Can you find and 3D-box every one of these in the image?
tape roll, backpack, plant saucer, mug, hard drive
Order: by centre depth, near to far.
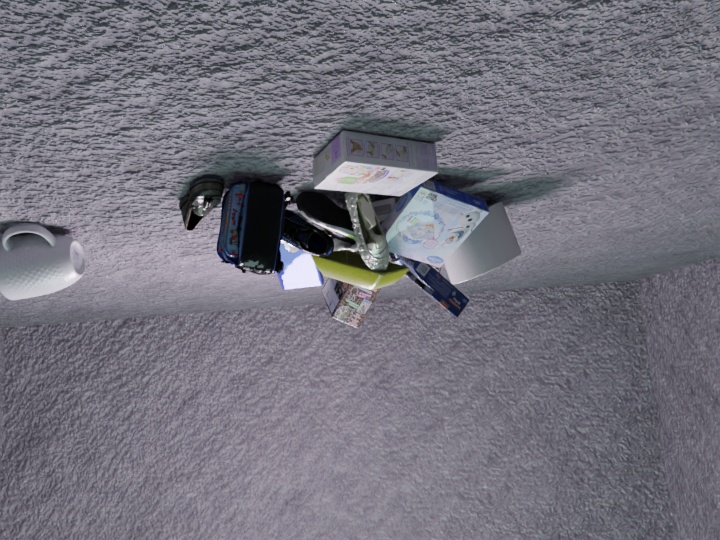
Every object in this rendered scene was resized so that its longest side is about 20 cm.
[{"bbox_3d":[-0.233,-0.088,1.182,0.130,0.191,0.199,8,178,-22],"label":"backpack"},{"bbox_3d":[-0.783,-0.034,1.360,0.168,0.151,0.204,-9,140,-4],"label":"mug"},{"bbox_3d":[0.000,0.000,1.373,0.194,0.050,0.198,15,-169,23],"label":"plant saucer"},{"bbox_3d":[0.295,-0.071,1.430,0.197,0.143,0.203,-24,-178,1],"label":"tape roll"},{"bbox_3d":[-0.185,-0.034,1.577,0.126,0.026,0.205,-6,131,7],"label":"hard drive"}]

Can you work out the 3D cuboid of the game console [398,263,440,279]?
[{"bbox_3d":[0.144,-0.018,1.693,0.193,0.175,0.119,19,-140,13],"label":"game console"}]

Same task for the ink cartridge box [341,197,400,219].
[{"bbox_3d":[0.045,-0.147,1.392,0.155,0.052,0.199,-9,-174,21],"label":"ink cartridge box"}]

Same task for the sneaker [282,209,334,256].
[{"bbox_3d":[-0.149,-0.092,1.295,0.194,0.072,0.078,24,-175,-1],"label":"sneaker"}]

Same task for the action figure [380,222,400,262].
[{"bbox_3d":[0.081,-0.077,1.415,0.192,0.106,0.119,-11,173,13],"label":"action figure"}]

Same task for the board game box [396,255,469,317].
[{"bbox_3d":[0.179,0.021,1.541,0.198,0.062,0.200,39,-179,-19],"label":"board game box"}]

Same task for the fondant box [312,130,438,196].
[{"bbox_3d":[0.026,-0.192,1.029,0.193,0.061,0.143,-1,170,-28],"label":"fondant box"}]

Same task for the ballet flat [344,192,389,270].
[{"bbox_3d":[0.019,-0.087,1.221,0.069,0.206,0.072,-21,-165,6],"label":"ballet flat"}]

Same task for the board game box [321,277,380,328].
[{"bbox_3d":[-0.016,0.030,1.621,0.094,0.204,0.160,23,-163,-25],"label":"board game box"}]

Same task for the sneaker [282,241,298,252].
[{"bbox_3d":[-0.195,-0.111,1.412,0.086,0.076,0.198,-33,158,21],"label":"sneaker"}]

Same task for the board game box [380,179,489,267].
[{"bbox_3d":[0.158,-0.106,1.278,0.194,0.044,0.200,14,134,-27],"label":"board game box"}]

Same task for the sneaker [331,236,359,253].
[{"bbox_3d":[0.009,-0.085,1.523,0.191,0.083,0.074,-2,-166,-5],"label":"sneaker"}]

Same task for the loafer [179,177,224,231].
[{"bbox_3d":[-0.329,-0.135,1.167,0.070,0.066,0.198,1,169,-31],"label":"loafer"}]

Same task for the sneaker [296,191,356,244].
[{"bbox_3d":[-0.068,-0.105,1.274,0.195,0.074,0.082,26,146,-22],"label":"sneaker"}]
